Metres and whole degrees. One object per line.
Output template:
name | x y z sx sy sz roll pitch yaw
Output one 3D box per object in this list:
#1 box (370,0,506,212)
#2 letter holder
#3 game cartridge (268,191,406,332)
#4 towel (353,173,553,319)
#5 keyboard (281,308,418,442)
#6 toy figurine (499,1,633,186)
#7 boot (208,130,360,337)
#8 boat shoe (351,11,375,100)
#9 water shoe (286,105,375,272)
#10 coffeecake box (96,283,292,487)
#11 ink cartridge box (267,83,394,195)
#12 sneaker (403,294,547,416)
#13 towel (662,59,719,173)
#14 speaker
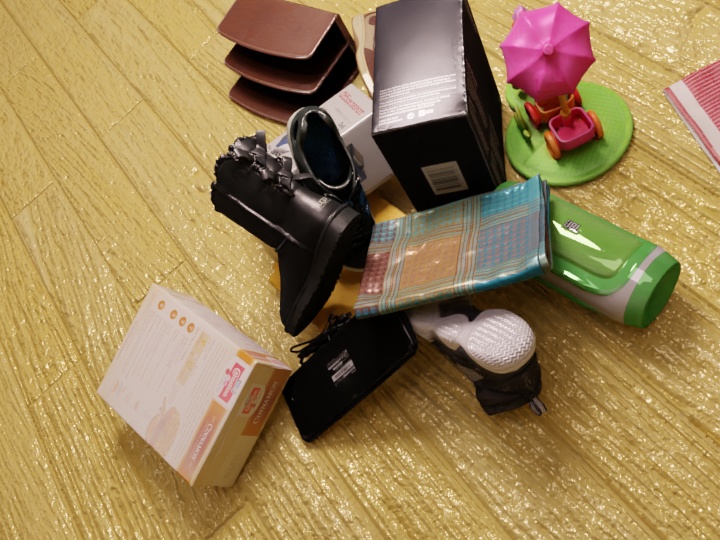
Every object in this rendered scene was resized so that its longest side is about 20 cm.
box | 0.095 -0.177 0.812 0.103 0.200 0.184 -8 60 21
letter holder | -0.121 -0.306 1.042 0.199 0.101 0.143 27 78 33
game cartridge | 0.000 0.000 0.866 0.176 0.032 0.200 -47 53 -5
towel | 0.092 -0.025 0.715 0.198 0.022 0.147 -15 37 23
keyboard | -0.013 0.097 0.780 0.200 0.039 0.105 -43 61 31
toy figurine | 0.209 -0.225 0.796 0.149 0.184 0.201 -25 55 10
boot | -0.096 -0.039 0.785 0.162 0.199 0.073 34 42 12
boat shoe | 0.037 -0.290 0.981 0.071 0.072 0.201 -19 52 14
water shoe | -0.030 -0.082 0.789 0.071 0.201 0.079 -26 17 -5
coffeecake box | -0.199 0.131 0.837 0.199 0.073 0.154 30 92 34
ink cartridge box | -0.052 -0.132 0.897 0.199 0.088 0.146 -34 30 2
sneaker | 0.112 0.080 0.730 0.075 0.114 0.200 -36 31 -14
towel | 0.454 -0.196 0.767 0.199 0.023 0.145 -25 55 11
speaker | 0.221 -0.021 0.741 0.199 0.089 0.089 34 80 34
